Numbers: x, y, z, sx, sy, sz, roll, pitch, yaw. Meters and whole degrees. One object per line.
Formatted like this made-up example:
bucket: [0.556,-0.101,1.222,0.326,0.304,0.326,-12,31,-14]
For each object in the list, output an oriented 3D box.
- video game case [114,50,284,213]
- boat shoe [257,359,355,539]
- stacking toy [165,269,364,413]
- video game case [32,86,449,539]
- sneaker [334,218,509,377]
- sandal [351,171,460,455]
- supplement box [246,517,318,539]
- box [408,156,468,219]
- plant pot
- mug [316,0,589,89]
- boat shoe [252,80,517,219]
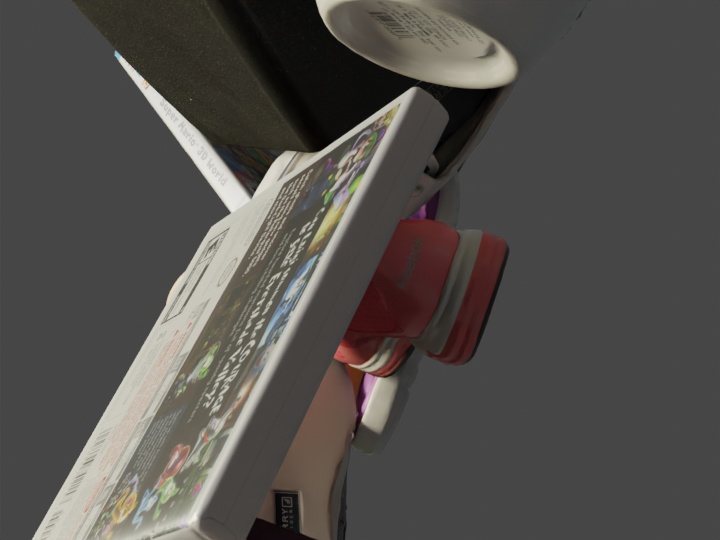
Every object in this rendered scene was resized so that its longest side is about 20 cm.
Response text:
video game case: [-0.063,-0.065,0.909,0.018,0.142,0.200,-51,46,12]
boat shoe: [-0.046,0.133,0.755,0.093,0.074,0.202,110,167,-50]
stacking toy: [-0.072,0.101,0.840,0.147,0.145,0.201,115,177,-47]
video game case: [-0.055,0.035,0.586,0.181,0.023,0.201,-29,29,53]
sneaker: [0.000,0.000,0.694,0.075,0.086,0.200,-70,13,-12]
sandal: [0.018,0.008,0.821,0.083,0.049,0.204,115,173,-47]
supplement box: [-0.067,0.209,0.594,0.201,0.102,0.132,116,173,-45]
box: [0.037,-0.129,0.991,0.200,0.085,0.165,119,170,-66]
plant pot: [-0.041,-0.175,0.775,0.199,0.179,0.199,-38,24,-22]
mug: [0.059,-0.168,0.642,0.200,0.146,0.177,39,-115,-62]
boat shoe: [0.016,-0.060,0.794,0.200,0.072,0.066,-43,18,-20]
